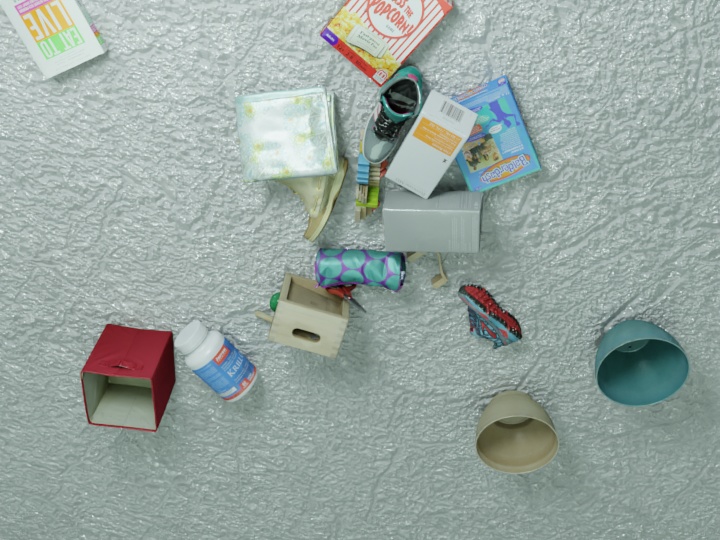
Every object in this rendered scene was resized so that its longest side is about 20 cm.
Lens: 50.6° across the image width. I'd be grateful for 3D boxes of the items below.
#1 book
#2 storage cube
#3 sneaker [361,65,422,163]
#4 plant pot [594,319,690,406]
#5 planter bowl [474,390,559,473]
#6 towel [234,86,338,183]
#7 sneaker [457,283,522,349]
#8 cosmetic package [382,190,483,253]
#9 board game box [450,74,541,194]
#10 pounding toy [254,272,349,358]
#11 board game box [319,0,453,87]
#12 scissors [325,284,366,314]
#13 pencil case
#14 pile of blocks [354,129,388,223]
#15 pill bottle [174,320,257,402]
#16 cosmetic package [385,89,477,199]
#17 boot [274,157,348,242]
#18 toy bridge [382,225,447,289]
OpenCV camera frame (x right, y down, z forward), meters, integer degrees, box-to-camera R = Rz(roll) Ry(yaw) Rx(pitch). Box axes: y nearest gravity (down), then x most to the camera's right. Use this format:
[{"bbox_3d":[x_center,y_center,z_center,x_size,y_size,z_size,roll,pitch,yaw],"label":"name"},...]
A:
[{"bbox_3d":[-0.585,-0.482,1.430,0.133,0.048,0.200,-19,119,12],"label":"book"},{"bbox_3d":[-0.558,0.259,1.847,0.170,0.180,0.201,6,125,0],"label":"storage cube"},{"bbox_3d":[0.059,-0.287,1.429,0.083,0.121,0.201,23,106,-3],"label":"sneaker"},{"bbox_3d":[0.624,0.189,1.726,0.199,0.135,0.201,2,125,3],"label":"plant pot"},{"bbox_3d":[0.379,0.384,1.880,0.199,0.135,0.201,2,124,3],"label":"planter bowl"},{"bbox_3d":[-0.143,-0.265,1.492,0.199,0.048,0.172,-4,94,8],"label":"towel"},{"bbox_3d":[0.279,0.115,1.740,0.095,0.079,0.200,-36,114,27],"label":"sneaker"},{"bbox_3d":[0.148,-0.100,1.560,0.199,0.090,0.107,5,126,11],"label":"cosmetic package"},{"bbox_3d":[0.252,-0.263,1.504,0.152,0.045,0.200,-20,120,17],"label":"board game box"},{"bbox_3d":[-0.139,0.105,1.721,0.199,0.184,0.143,16,112,-6],"label":"pounding toy"},{"bbox_3d":[0.046,-0.460,1.386,0.151,0.046,0.200,36,120,-18],"label":"board game box"},{"bbox_3d":[-0.035,0.059,1.663,0.073,0.200,0.014,-1,111,-9],"label":"scissors"},{"bbox_3d":[0.000,0.000,1.679,0.199,0.085,0.093,4,85,4],"label":"pencil case"},{"bbox_3d":[0.025,-0.188,1.553,0.062,0.082,0.201,5,124,2],"label":"pile of blocks"},{"bbox_3d":[-0.352,0.217,1.841,0.112,0.112,0.200,-30,118,23],"label":"pill bottle"},{"bbox_3d":[0.133,-0.239,1.468,0.101,0.071,0.200,28,145,-3],"label":"cosmetic package"},{"bbox_3d":[-0.127,-0.166,1.585,0.155,0.073,0.200,19,122,-9],"label":"boot"},{"bbox_3d":[0.131,-0.046,1.673,0.067,0.027,0.200,-33,116,22],"label":"toy bridge"}]
